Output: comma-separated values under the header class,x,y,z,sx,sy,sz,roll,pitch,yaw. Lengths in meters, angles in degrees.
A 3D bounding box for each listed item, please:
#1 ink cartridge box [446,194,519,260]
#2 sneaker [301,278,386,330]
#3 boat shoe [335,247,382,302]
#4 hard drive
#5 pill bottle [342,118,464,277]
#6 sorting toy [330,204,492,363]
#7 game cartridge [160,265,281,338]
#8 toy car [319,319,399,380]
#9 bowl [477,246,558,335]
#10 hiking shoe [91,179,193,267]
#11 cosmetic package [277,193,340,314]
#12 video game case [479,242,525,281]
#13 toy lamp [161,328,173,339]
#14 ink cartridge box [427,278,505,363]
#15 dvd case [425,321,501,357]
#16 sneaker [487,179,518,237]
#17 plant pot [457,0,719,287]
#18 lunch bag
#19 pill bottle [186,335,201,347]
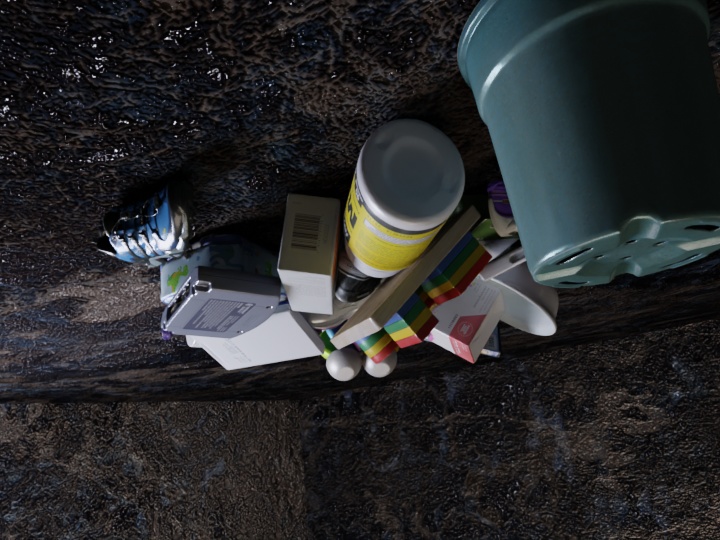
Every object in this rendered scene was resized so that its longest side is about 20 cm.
class,x,y,z,sx,sy,sz,roll,pitch,yaw
ink cartridge box,0.171,-0.063,0.783,0.100,0.062,0.200,-4,163,-16
sneaker,-0.033,0.039,0.954,0.194,0.103,0.074,-17,-165,-20
boat shoe,0.000,0.000,0.806,0.070,0.073,0.199,28,-166,13
hard drive,-0.173,0.114,0.918,0.193,0.026,0.133,-12,138,20
pill bottle,0.038,-0.068,0.622,0.110,0.119,0.201,-3,162,-10
sorting toy,0.069,0.034,0.722,0.200,0.070,0.199,-46,-178,-22
game cartridge,-0.192,0.050,0.765,0.129,0.042,0.199,13,151,-29
toy car,-0.003,0.139,1.236,0.192,0.178,0.154,-4,129,-6
bowl,0.275,0.023,0.977,0.197,0.092,0.202,32,169,7
hiking shoe,-0.253,-0.048,0.640,0.084,0.077,0.198,5,159,-35
cosmetic package,-0.066,-0.014,0.757,0.068,0.105,0.201,6,163,-1
video game case,0.270,-0.049,0.765,0.179,0.024,0.198,-31,175,31
toy lamp,-0.319,0.114,1.168,0.192,0.061,0.058,-1,163,-10
ink cartridge box,0.140,0.058,0.962,0.196,0.118,0.068,24,159,35
dvd case,0.174,0.088,1.056,0.192,0.145,0.018,13,131,0
sneaker,0.242,-0.109,0.651,0.194,0.086,0.081,-20,-178,-10
plant pot,0.188,-0.104,0.425,0.192,0.204,0.201,-7,163,-2
lunch bag,-0.201,0.015,0.848,0.156,0.086,0.198,-17,160,28
pill bottle,-0.222,0.094,1.032,0.194,0.120,0.115,5,160,-31
